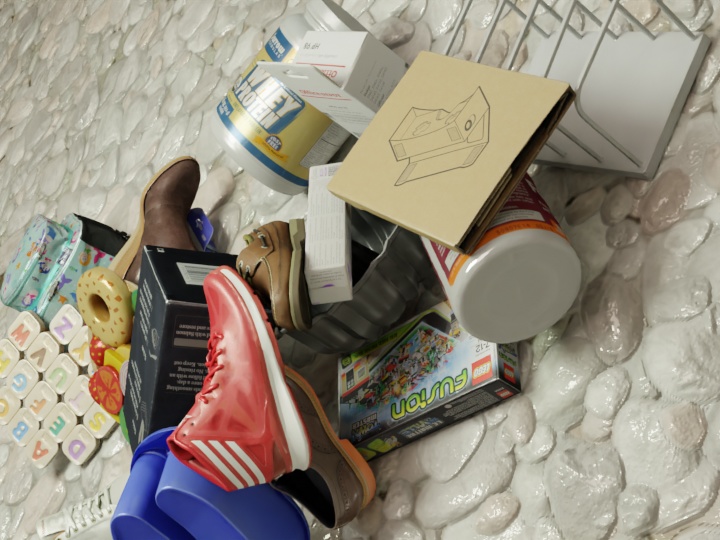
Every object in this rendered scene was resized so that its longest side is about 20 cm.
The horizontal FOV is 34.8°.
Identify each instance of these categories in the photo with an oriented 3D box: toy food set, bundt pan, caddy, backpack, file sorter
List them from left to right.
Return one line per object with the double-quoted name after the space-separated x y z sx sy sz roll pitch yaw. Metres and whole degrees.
-0.420 0.023 1.610 0.177 0.149 0.202 24 94 67 "backpack"
-0.283 0.106 1.397 0.197 0.048 0.202 31 120 37 "toy food set"
-0.138 0.237 1.084 0.141 0.200 0.105 -32 19 27 "caddy"
0.000 0.000 1.156 0.201 0.076 0.203 -40 26 23 "bundt pan"
0.184 -0.182 1.049 0.199 0.124 0.140 16 79 52 "file sorter"

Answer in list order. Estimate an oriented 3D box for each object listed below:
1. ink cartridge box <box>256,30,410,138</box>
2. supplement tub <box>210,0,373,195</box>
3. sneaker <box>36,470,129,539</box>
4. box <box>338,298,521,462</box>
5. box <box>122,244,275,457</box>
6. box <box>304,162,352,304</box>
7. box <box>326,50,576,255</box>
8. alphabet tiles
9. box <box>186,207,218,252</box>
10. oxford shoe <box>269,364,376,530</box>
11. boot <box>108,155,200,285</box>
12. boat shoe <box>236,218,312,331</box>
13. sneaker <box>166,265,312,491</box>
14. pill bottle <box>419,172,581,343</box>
0.002 -0.192 1.205 0.115 0.199 0.067 17 78 52 "ink cartridge box"
-0.066 -0.205 1.339 0.200 0.144 0.145 -49 38 15 "supplement tub"
-0.330 0.305 1.363 0.200 0.084 0.073 -48 37 14 "sneaker"
0.060 0.097 1.081 0.199 0.035 0.111 -31 44 34 "box"
-0.174 0.099 1.201 0.197 0.116 0.203 -133 52 -66 "box"
-0.030 -0.040 1.110 0.041 0.039 0.201 -9 33 4 "box"
0.072 -0.110 0.995 0.164 0.021 0.199 -55 37 -6 "box"
-0.403 0.153 1.507 0.200 0.015 0.196 45 105 13 "alphabet tiles"
-0.249 0.015 1.499 0.201 0.041 0.119 -50 38 10 "box"
-0.070 0.153 1.067 0.071 0.200 0.073 -49 -7 32 "oxford shoe"
-0.223 -0.031 1.432 0.166 0.072 0.201 31 89 41 "boot"
-0.082 0.008 1.083 0.200 0.067 0.073 -100 5 -72 "boat shoe"
-0.127 0.098 1.015 0.202 0.114 0.079 64 160 20 "sneaker"
0.109 -0.042 1.015 0.114 0.114 0.201 -44 37 20 "pill bottle"
